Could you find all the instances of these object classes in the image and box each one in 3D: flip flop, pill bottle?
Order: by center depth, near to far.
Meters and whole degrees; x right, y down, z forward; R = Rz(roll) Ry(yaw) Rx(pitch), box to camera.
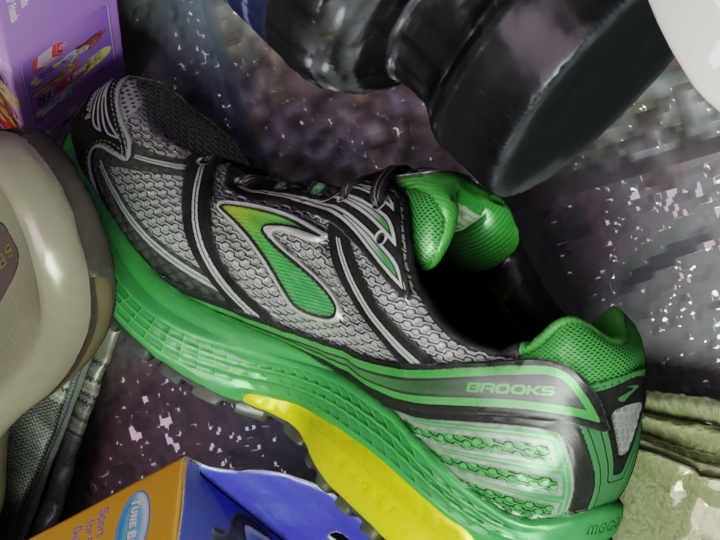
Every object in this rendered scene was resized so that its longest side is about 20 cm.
[{"bbox_3d":[-0.006,-0.117,0.727,0.200,0.112,0.112,46,117,14],"label":"pill bottle"},{"bbox_3d":[-0.127,0.035,0.786,0.081,0.057,0.200,56,140,12],"label":"flip flop"}]

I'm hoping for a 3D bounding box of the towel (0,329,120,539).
[{"bbox_3d":[-0.165,0.025,0.887,0.199,0.034,0.193,33,114,22],"label":"towel"}]

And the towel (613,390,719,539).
[{"bbox_3d":[0.099,0.134,0.764,0.148,0.036,0.201,15,105,24],"label":"towel"}]

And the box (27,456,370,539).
[{"bbox_3d":[-0.066,0.125,0.811,0.199,0.042,0.119,-28,127,31],"label":"box"}]

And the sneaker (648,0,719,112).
[{"bbox_3d":[0.081,-0.132,0.644,0.084,0.075,0.201,-31,79,24],"label":"sneaker"}]

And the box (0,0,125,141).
[{"bbox_3d":[-0.118,-0.119,0.751,0.039,0.200,0.137,-37,79,-11],"label":"box"}]

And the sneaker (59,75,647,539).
[{"bbox_3d":[0.000,0.000,0.756,0.200,0.078,0.086,35,115,30],"label":"sneaker"}]
